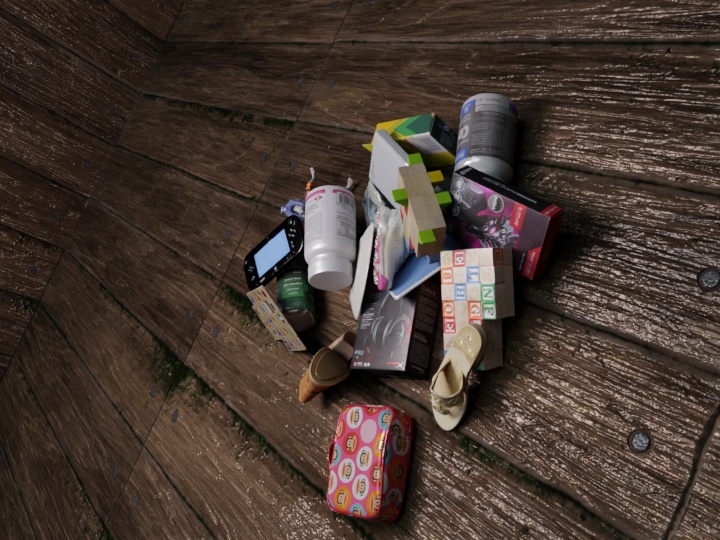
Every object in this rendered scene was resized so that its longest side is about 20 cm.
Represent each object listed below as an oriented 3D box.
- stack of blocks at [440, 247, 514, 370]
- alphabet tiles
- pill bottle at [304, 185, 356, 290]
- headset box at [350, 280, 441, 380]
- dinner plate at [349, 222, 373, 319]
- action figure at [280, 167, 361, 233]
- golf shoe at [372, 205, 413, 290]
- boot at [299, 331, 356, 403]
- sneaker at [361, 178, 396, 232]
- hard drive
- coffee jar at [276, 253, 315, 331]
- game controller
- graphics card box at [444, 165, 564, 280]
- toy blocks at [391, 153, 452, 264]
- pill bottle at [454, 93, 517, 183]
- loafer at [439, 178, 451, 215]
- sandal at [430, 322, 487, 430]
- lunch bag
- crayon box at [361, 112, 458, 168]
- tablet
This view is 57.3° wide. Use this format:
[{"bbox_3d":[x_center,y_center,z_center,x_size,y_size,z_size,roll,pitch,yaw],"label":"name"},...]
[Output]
[{"bbox_3d":[0.202,0.065,1.133,0.114,0.058,0.205,-2,90,47],"label":"stack of blocks"},{"bbox_3d":[-0.198,0.114,1.503,0.008,0.168,0.200,-37,6,-21],"label":"alphabet tiles"},{"bbox_3d":[-0.065,-0.069,1.417,0.112,0.113,0.204,-22,57,37],"label":"pill bottle"},{"bbox_3d":[0.071,0.104,1.289,0.147,0.077,0.204,-5,68,45],"label":"headset box"},{"bbox_3d":[0.000,0.000,1.365,0.200,0.024,0.204,-170,90,-85],"label":"dinner plate"},{"bbox_3d":[-0.079,-0.133,1.563,0.197,0.105,0.196,22,69,6],"label":"action figure"},{"bbox_3d":[0.069,-0.046,1.278,0.076,0.090,0.203,95,180,-51],"label":"golf shoe"},{"bbox_3d":[-0.087,0.214,1.336,0.155,0.076,0.200,-47,4,26],"label":"boot"},{"bbox_3d":[0.053,-0.109,1.439,0.087,0.076,0.202,-56,35,34],"label":"sneaker"},{"bbox_3d":[0.087,-0.178,1.351,0.201,0.026,0.133,52,153,29],"label":"hard drive"},{"bbox_3d":[-0.153,0.032,1.539,0.084,0.105,0.203,-9,57,2],"label":"coffee jar"},{"bbox_3d":[-0.197,-0.037,1.509,0.199,0.042,0.106,-39,45,28],"label":"game controller"},{"bbox_3d":[0.240,-0.085,1.142,0.199,0.050,0.127,33,133,31],"label":"graphics card box"},{"bbox_3d":[0.109,-0.092,1.213,0.098,0.138,0.203,-11,55,-5],"label":"toy blocks"},{"bbox_3d":[0.238,-0.222,1.258,0.112,0.113,0.204,-10,62,42],"label":"pill bottle"},{"bbox_3d":[0.156,-0.152,1.362,0.071,0.064,0.199,-36,41,-18],"label":"loafer"},{"bbox_3d":[0.145,0.185,1.108,0.077,0.069,0.215,37,123,36],"label":"sandal"},{"bbox_3d":[0.006,0.353,1.221,0.174,0.081,0.204,-8,65,44],"label":"lunch bag"},{"bbox_3d":[0.114,-0.269,1.403,0.198,0.126,0.052,2,70,46],"label":"crayon box"},{"bbox_3d":[0.130,-0.022,1.264,0.198,0.014,0.130,-35,25,-2],"label":"tablet"}]
